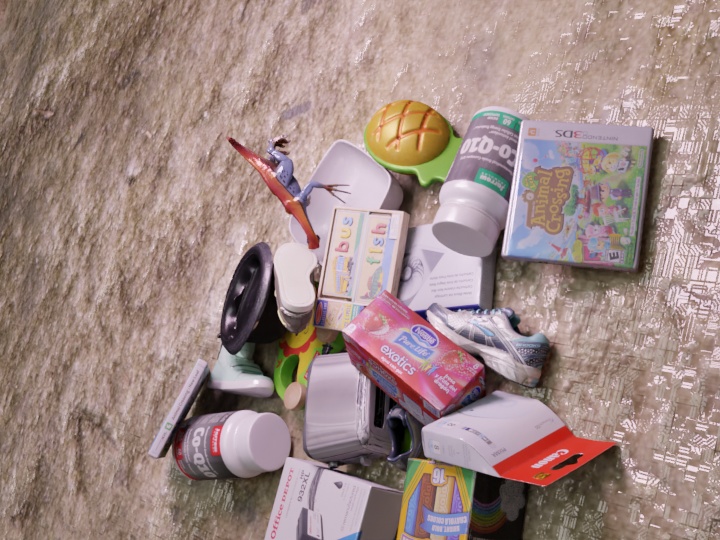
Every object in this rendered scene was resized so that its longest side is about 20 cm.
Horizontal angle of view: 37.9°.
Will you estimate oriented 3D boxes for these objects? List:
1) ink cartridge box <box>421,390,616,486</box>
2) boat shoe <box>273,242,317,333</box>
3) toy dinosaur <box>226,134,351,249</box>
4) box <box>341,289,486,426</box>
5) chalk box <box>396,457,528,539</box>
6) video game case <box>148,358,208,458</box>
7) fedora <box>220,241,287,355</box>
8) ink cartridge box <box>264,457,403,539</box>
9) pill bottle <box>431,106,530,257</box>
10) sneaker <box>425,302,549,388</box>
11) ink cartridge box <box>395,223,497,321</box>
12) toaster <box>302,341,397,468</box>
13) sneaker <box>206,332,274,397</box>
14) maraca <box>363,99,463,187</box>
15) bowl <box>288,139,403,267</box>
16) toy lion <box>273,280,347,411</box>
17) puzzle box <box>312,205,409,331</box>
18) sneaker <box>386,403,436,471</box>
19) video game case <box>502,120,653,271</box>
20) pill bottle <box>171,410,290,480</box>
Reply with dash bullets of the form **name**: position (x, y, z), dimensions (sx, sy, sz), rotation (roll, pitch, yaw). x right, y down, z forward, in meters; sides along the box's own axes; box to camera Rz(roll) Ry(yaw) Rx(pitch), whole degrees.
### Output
- **ink cartridge box**: position (0.204, 0.214, 1.361), dimensions (0.199, 0.159, 0.048), rotation (4, 106, 47)
- **boat shoe**: position (-0.107, 0.024, 1.704), dimensions (0.202, 0.071, 0.061), rotation (-97, 13, -58)
- **toy dinosaur**: position (-0.125, -0.121, 1.743), dimensions (0.105, 0.199, 0.183), rotation (130, 134, -60)
- **box**: position (0.077, 0.134, 1.497), dimensions (0.095, 0.100, 0.200), rotation (-42, 59, -19)
- **chalk box**: position (0.130, 0.364, 1.401), dimensions (0.123, 0.124, 0.201), rotation (-3, 71, 45)
- **video game case**: position (-0.321, 0.249, 1.874), dimensions (0.183, 0.022, 0.200), rotation (-63, 2, -11)
- **fedora**: position (-0.167, 0.055, 1.807), dimensions (0.201, 0.091, 0.202), rotation (-42, 40, 47)
- **ink cartridge box**: position (-0.043, 0.381, 1.601), dimensions (0.199, 0.083, 0.146), rotation (7, 79, 47)
- **pill bottle**: position (0.182, -0.128, 1.525), dimensions (0.113, 0.113, 0.201), rotation (0, 58, 45)
- **sneaker**: position (0.184, 0.087, 1.494), dimensions (0.199, 0.078, 0.087), rotation (31, 92, 31)
- **ink cartridge box**: position (0.118, 0.023, 1.615), dimensions (0.199, 0.040, 0.202), rotation (-10, 67, 43)
- **toaster**: position (-0.008, 0.203, 1.619), dimensions (0.129, 0.113, 0.201), rotation (-12, 64, 36)
- **sneaker**: position (-0.206, 0.159, 1.853), dimensions (0.200, 0.073, 0.119), rotation (-2, 72, 57)
- **maraca**: position (0.092, -0.204, 1.689), dimensions (0.137, 0.107, 0.200), rotation (-42, 56, -14)
- **bowl**: position (-0.018, -0.102, 1.781), dimensions (0.200, 0.074, 0.200), rotation (41, 104, 45)
- **toy lion**: position (-0.092, 0.123, 1.781), dimensions (0.191, 0.068, 0.201), rotation (33, 98, 54)
- **puzzle box**: position (0.000, 0.000, 1.663), dimensions (0.132, 0.025, 0.202), rotation (6, 83, 29)
- **sneaker**: position (0.082, 0.203, 1.548), dimensions (0.074, 0.081, 0.201), rotation (-15, 64, 41)
- **video game case**: position (0.296, -0.105, 1.431), dimensions (0.181, 0.022, 0.202), rotation (6, 77, 19)
- **pill bottle**: position (-0.221, 0.299, 1.794), dimensions (0.199, 0.114, 0.115), rotation (-13, 64, 42)
